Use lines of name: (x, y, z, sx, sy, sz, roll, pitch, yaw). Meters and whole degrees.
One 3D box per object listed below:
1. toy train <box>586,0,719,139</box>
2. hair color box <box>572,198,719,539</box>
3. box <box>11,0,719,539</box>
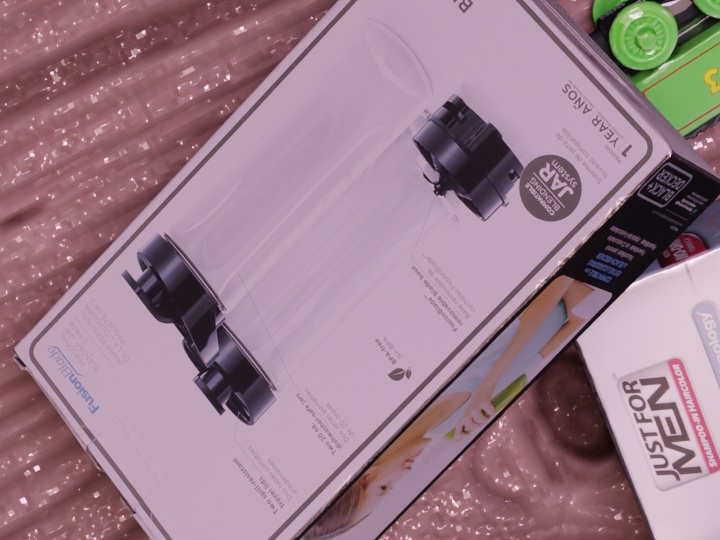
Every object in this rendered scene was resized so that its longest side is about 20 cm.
toy train: (0.162, -0.109, 0.799, 0.199, 0.042, 0.057, -32, 112, 7)
hair color box: (0.171, 0.013, 0.818, 0.199, 0.061, 0.100, -22, 103, 4)
box: (0.000, 0.000, 0.785, 0.200, 0.060, 0.117, -47, 67, 11)
